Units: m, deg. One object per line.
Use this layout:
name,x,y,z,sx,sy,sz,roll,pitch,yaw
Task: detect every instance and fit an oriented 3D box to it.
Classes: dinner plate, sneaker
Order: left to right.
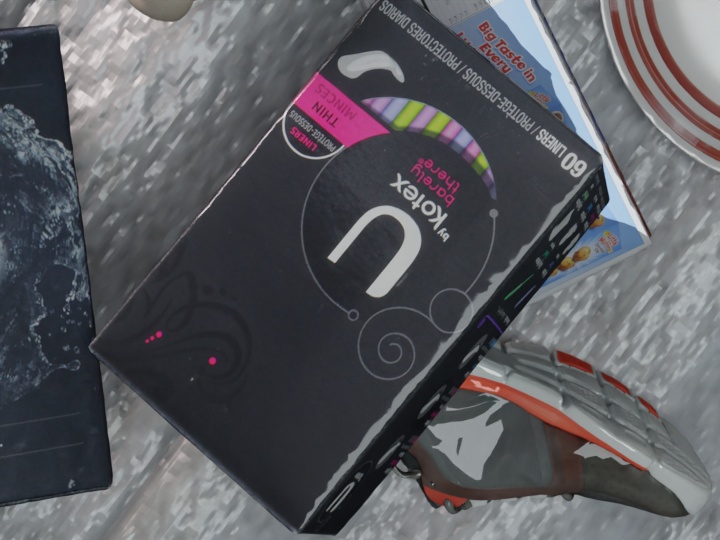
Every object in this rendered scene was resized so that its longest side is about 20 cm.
sneaker,0.066,0.079,1.024,0.199,0.077,0.082,25,107,2
dinner plate,0.207,-0.139,1.016,0.198,0.024,0.202,-1,100,-6

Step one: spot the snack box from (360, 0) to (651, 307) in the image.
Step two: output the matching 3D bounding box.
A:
snack box,0.061,-0.086,1.007,0.071,0.024,0.201,-26,101,10

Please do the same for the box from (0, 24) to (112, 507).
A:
box,-0.222,0.005,0.925,0.195,0.117,0.202,-8,95,-20

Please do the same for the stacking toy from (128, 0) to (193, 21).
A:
stacking toy,-0.020,-0.196,0.948,0.198,0.146,0.148,-13,101,-18

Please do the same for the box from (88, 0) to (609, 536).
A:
box,0.000,0.000,0.931,0.122,0.106,0.200,39,90,11
